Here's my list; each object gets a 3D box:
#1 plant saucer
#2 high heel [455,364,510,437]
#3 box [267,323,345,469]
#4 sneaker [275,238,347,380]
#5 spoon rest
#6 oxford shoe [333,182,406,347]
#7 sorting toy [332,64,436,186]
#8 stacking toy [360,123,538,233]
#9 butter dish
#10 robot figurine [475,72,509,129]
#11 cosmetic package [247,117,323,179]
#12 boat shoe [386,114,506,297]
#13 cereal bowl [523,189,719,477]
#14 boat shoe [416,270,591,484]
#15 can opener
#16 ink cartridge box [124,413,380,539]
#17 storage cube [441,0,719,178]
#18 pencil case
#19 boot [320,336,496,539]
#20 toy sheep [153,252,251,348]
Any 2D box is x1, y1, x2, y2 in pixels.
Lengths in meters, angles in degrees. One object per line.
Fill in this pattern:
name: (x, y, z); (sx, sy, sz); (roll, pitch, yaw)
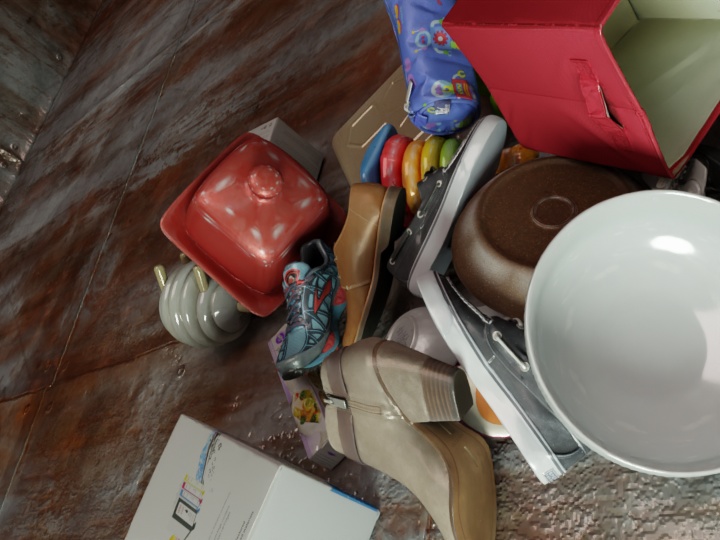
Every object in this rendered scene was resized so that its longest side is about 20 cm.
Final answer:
plant saucer: (0.177, -0.043, 0.642); (0.195, 0.037, 0.204); (-10, 48, 11)
high heel: (0.099, 0.131, 0.671); (0.195, 0.096, 0.069); (-6, 66, 22)
box: (-0.063, 0.143, 0.831); (0.039, 0.041, 0.201); (-44, 37, 11)
sneaker: (-0.070, 0.040, 0.831); (0.078, 0.096, 0.202); (-20, 30, 27)
spoon rest: (0.090, 0.060, 0.724); (0.200, 0.060, 0.101); (-42, 35, 38)
oxford shoe: (0.000, 0.000, 0.794); (0.070, 0.071, 0.205); (14, 103, 15)
sorting toy: (0.047, -0.198, 0.978); (0.200, 0.036, 0.187); (-47, 37, 19)
stacking toy: (0.108, -0.112, 0.801); (0.196, 0.111, 0.117); (-7, 41, 31)
butter dish: (-0.127, -0.084, 0.896); (0.201, 0.199, 0.148); (-49, -2, -24)
robot figurine: (0.179, -0.261, 0.807); (0.198, 0.115, 0.179); (16, 80, 51)
cosmetic package: (-0.138, -0.109, 1.051); (0.084, 0.107, 0.204); (-11, 54, 44)
boat shoe: (0.085, -0.074, 0.740); (0.066, 0.069, 0.204); (31, 109, 25)
cereal bowl: (0.219, 0.050, 0.524); (0.195, 0.083, 0.205); (-4, 70, 12)
boat shoe: (0.120, 0.072, 0.588); (0.067, 0.072, 0.202); (-36, 63, 6)
can opener: (0.272, -0.118, 0.658); (0.202, 0.065, 0.054); (-112, 22, -49)
ink cartridge box: (-0.114, 0.259, 0.711); (0.198, 0.146, 0.147); (7, 67, 50)
storage cube: (0.212, -0.214, 0.603); (0.202, 0.171, 0.179); (-54, 37, -7)
pencil case: (0.076, -0.250, 0.781); (0.078, 0.085, 0.205); (123, 138, -70)
boot: (0.036, 0.157, 0.615); (0.144, 0.070, 0.206); (-4, 97, 38)
toy sheep: (-0.220, 0.044, 1.007); (0.197, 0.137, 0.141); (3, 64, 42)
